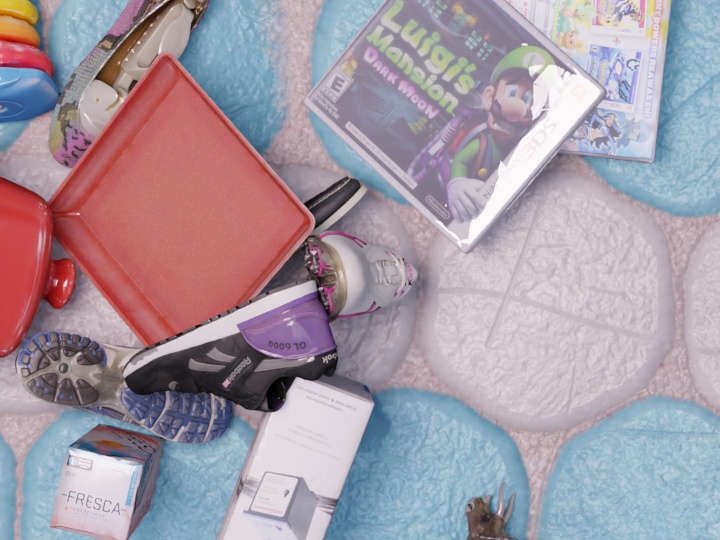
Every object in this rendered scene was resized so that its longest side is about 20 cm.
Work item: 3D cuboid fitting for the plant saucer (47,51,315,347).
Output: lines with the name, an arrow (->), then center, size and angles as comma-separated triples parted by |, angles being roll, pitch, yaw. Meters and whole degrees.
plant saucer -> -0.148, -0.045, 1.494 | 0.200, 0.037, 0.200 | 48, 117, 14

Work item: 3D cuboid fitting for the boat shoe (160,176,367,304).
boat shoe -> -0.089, -0.033, 1.540 | 0.199, 0.075, 0.066 | -34, 95, 13

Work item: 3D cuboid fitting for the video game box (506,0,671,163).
video game box -> 0.173, -0.201, 1.555 | 0.181, 0.047, 0.201 | 6, 92, 2

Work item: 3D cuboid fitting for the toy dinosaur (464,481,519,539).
toy dinosaur -> 0.127, 0.297, 1.555 | 0.102, 0.077, 0.201 | -27, 89, 6

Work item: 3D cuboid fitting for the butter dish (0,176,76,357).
butter dish -> -0.310, -0.002, 1.499 | 0.147, 0.200, 0.201 | 12, 92, -24

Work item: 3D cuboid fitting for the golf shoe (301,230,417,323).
golf shoe -> 0.000, 0.000, 1.480 | 0.092, 0.200, 0.073 | -13, 88, 0

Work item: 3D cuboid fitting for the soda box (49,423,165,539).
soda box -> -0.205, 0.173, 1.480 | 0.063, 0.200, 0.069 | 13, 90, -2

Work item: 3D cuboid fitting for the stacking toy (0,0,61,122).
stacking toy -> -0.317, -0.234, 1.525 | 0.115, 0.110, 0.201 | -3, 81, 1

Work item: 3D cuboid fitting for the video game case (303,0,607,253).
video game case -> 0.078, -0.148, 1.524 | 0.200, 0.023, 0.182 | 44, 102, 14

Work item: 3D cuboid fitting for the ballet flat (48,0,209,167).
ballet flat -> -0.195, -0.170, 1.530 | 0.069, 0.071, 0.201 | 35, 88, -41

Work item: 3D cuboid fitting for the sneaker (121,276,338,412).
sneaker -> -0.105, 0.080, 1.422 | 0.199, 0.076, 0.088 | -24, 88, 34

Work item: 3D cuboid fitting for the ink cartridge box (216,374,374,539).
ink cartridge box -> -0.062, 0.183, 1.510 | 0.085, 0.146, 0.201 | 19, 91, -2

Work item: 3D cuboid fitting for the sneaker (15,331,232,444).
sneaker -> -0.205, 0.096, 1.545 | 0.199, 0.085, 0.077 | 21, 79, -24
